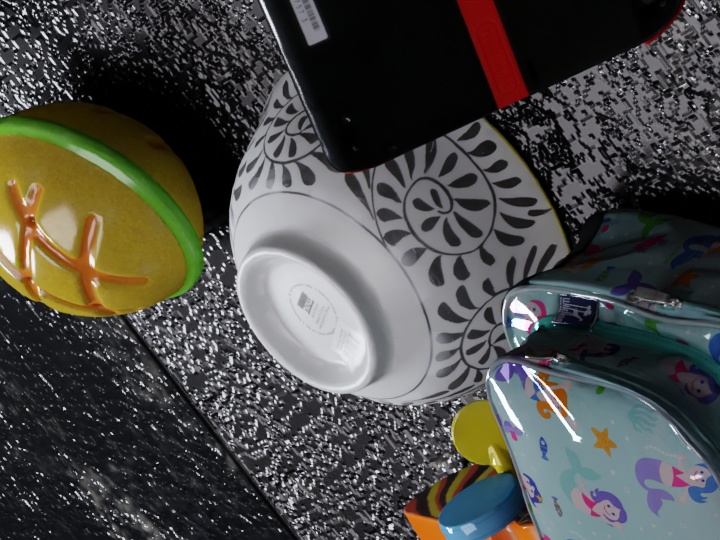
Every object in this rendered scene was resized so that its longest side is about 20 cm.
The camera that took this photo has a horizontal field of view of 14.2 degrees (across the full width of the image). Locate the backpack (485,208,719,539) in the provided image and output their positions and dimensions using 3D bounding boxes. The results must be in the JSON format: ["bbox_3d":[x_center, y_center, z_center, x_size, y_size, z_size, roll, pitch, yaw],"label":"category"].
[{"bbox_3d":[0.166,0.070,1.301,0.200,0.151,0.178,4,125,39],"label":"backpack"}]

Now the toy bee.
[{"bbox_3d":[0.103,0.133,1.478,0.200,0.109,0.131,43,163,52],"label":"toy bee"}]

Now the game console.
[{"bbox_3d":[0.036,-0.150,1.195,0.031,0.177,0.200,-114,0,-55],"label":"game console"}]

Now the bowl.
[{"bbox_3d":[0.000,0.000,1.444,0.201,0.094,0.201,29,142,26],"label":"bowl"}]

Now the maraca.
[{"bbox_3d":[-0.164,-0.034,1.571,0.200,0.107,0.137,4,137,46],"label":"maraca"}]
